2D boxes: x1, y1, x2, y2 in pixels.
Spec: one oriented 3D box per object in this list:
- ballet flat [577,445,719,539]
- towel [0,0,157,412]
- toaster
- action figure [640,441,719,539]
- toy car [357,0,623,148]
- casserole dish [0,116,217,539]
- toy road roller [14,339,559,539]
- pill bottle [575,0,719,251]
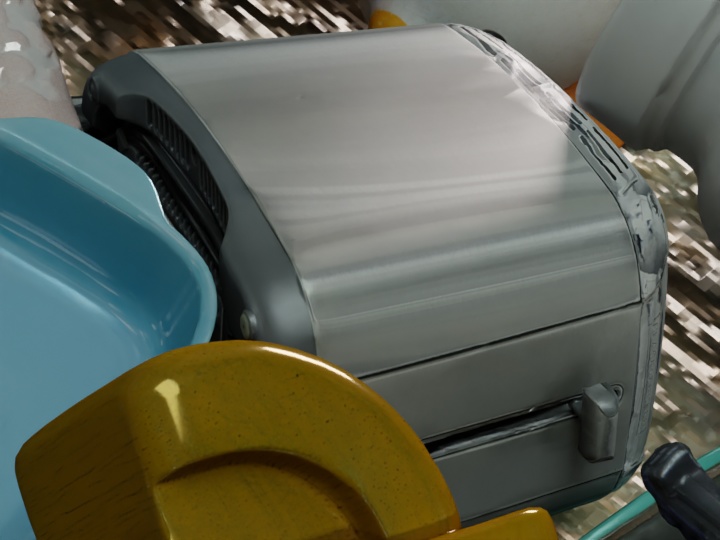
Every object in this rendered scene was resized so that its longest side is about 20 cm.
[{"bbox_3d":[0.048,0.110,0.747,0.200,0.068,0.068,-22,74,-30],"label":"ballet flat"},{"bbox_3d":[-0.159,0.012,0.770,0.191,0.032,0.200,-24,58,0],"label":"towel"},{"bbox_3d":[0.000,0.000,0.785,0.129,0.114,0.200,-10,32,-21],"label":"toaster"},{"bbox_3d":[0.176,0.097,0.689,0.105,0.193,0.200,-46,112,-19],"label":"action figure"},{"bbox_3d":[0.017,-0.110,0.877,0.177,0.184,0.200,-41,98,-29],"label":"toy car"},{"bbox_3d":[-0.122,0.041,0.678,0.121,0.039,0.200,30,56,14],"label":"casserole dish"},{"bbox_3d":[0.006,0.083,0.625,0.200,0.123,0.146,-15,83,-30],"label":"toy road roller"},{"bbox_3d":[0.168,-0.026,0.776,0.200,0.116,0.116,37,56,11],"label":"pill bottle"}]
